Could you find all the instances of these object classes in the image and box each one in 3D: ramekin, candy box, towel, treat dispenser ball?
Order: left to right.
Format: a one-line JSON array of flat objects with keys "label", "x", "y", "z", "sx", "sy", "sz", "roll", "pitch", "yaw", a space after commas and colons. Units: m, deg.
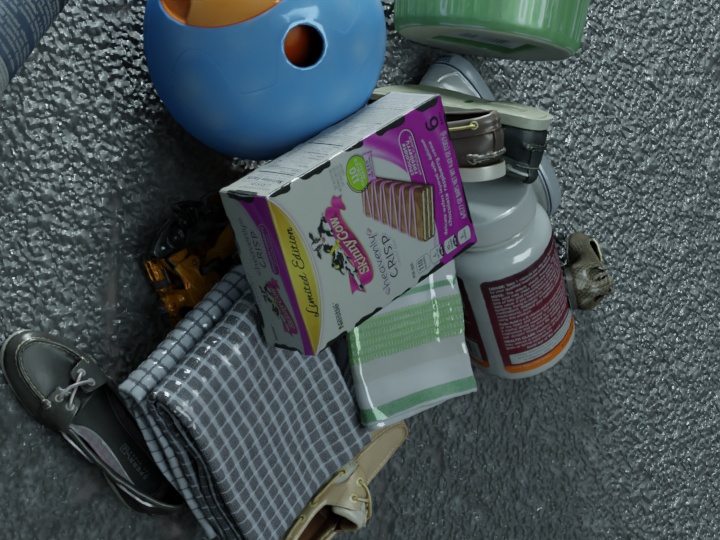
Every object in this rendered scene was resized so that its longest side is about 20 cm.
[{"label": "towel", "x": -0.086, "y": 0.119, "z": 1.177, "sx": 0.166, "sy": 0.085, "sz": 0.201, "roll": -51, "pitch": 130, "yaw": -34}, {"label": "treat dispenser ball", "x": -0.079, "y": -0.192, "z": 1.191, "sx": 0.200, "sy": 0.200, "sz": 0.202, "roll": 2, "pitch": 87, "yaw": -40}, {"label": "candy box", "x": -0.004, "y": -0.041, "z": 1.140, "sx": 0.200, "sy": 0.061, "sz": 0.137, "roll": -34, "pitch": 118, "yaw": -35}, {"label": "towel", "x": 0.040, "y": 0.024, "z": 1.245, "sx": 0.149, "sy": 0.031, "sz": 0.201, "roll": -15, "pitch": 100, "yaw": -49}, {"label": "ramekin", "x": 0.124, "y": -0.262, "z": 1.372, "sx": 0.199, "sy": 0.200, "sz": 0.098, "roll": 8, "pitch": 91, "yaw": -39}]

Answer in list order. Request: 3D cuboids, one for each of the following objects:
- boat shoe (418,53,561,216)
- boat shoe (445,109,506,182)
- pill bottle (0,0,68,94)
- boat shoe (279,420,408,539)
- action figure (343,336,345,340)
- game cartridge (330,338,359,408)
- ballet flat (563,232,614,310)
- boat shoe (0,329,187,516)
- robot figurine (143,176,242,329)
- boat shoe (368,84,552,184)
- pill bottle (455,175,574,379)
[{"label": "boat shoe", "x": 0.120, "y": -0.113, "z": 1.437, "sx": 0.202, "sy": 0.074, "sz": 0.086, "roll": 52, "pitch": 58, "yaw": -23}, {"label": "boat shoe", "x": 0.038, "y": -0.121, "z": 1.287, "sx": 0.072, "sy": 0.199, "sz": 0.060, "roll": -26, "pitch": 120, "yaw": -50}, {"label": "pill bottle", "x": -0.281, "y": -0.215, "z": 1.075, "sx": 0.120, "sy": 0.119, "sz": 0.201, "roll": 44, "pitch": 63, "yaw": -30}, {"label": "boat shoe", "x": -0.023, "y": 0.205, "z": 1.276, "sx": 0.200, "sy": 0.069, "sz": 0.074, "roll": -43, "pitch": 146, "yaw": -13}, {"label": "action figure", "x": 0.000, "y": 0.000, "z": 1.274, "sx": 0.052, "sy": 0.065, "sz": 0.201, "roll": -38, "pitch": 121, "yaw": -49}, {"label": "game cartridge", "x": 0.003, "y": 0.069, "z": 1.359, "sx": 0.133, "sy": 0.041, "sz": 0.201, "roll": 33, "pitch": 68, "yaw": -30}, {"label": "ballet flat", "x": 0.236, "y": 0.000, "z": 1.482, "sx": 0.200, "sy": 0.046, "sz": 0.068, "roll": -44, "pitch": 120, "yaw": -77}, {"label": "boat shoe", "x": -0.207, "y": 0.122, "z": 1.166, "sx": 0.067, "sy": 0.057, "sz": 0.200, "roll": -52, "pitch": 119, "yaw": -29}, {"label": "robot figurine", "x": -0.103, "y": -0.010, "z": 1.257, "sx": 0.200, "sy": 0.058, "sz": 0.146, "roll": -33, "pitch": 109, "yaw": -37}, {"label": "boat shoe", "x": 0.082, "y": -0.131, "z": 1.335, "sx": 0.072, "sy": 0.199, "sz": 0.068, "roll": -20, "pitch": 121, "yaw": -48}, {"label": "pill bottle", "x": 0.134, "y": -0.002, "z": 1.382, "sx": 0.114, "sy": 0.114, "sz": 0.201, "roll": -49, "pitch": 139, "yaw": -30}]
